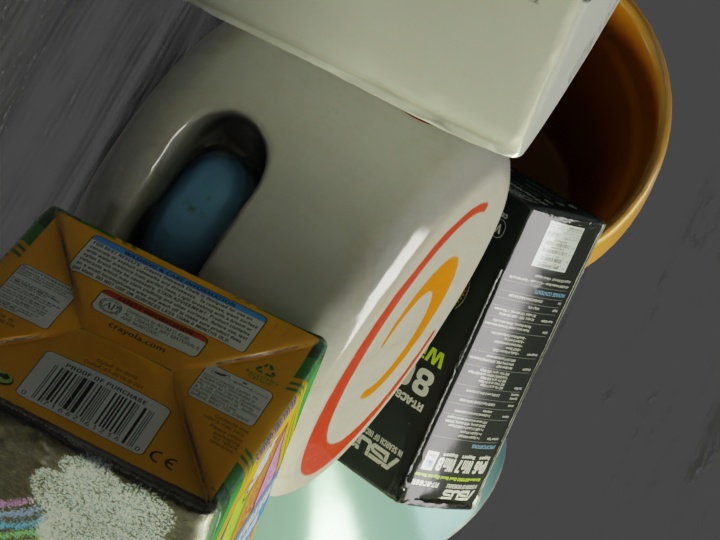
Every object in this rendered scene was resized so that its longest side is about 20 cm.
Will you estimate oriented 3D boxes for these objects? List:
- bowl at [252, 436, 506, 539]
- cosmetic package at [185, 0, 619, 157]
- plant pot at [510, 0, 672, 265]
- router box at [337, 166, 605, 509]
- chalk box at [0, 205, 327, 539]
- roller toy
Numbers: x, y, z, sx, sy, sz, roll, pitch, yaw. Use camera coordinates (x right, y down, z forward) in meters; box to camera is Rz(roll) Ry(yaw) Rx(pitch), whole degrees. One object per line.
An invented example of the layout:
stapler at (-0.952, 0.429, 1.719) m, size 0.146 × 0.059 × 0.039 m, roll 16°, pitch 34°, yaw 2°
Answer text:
bowl at (-0.020, 0.068, 1.560) m, size 0.105 × 0.200 × 0.201 m, roll 81°, pitch 29°, yaw -43°
cosmetic package at (0.039, -0.185, 0.956) m, size 0.165 × 0.165 × 0.200 m, roll -56°, pitch 170°, yaw -52°
plant pot at (0.070, -0.070, 1.580) m, size 0.200 × 0.200 × 0.183 m, roll -63°, pitch 174°, yaw -14°
router box at (0.000, 0.000, 1.278) m, size 0.062 × 0.200 × 0.150 m, roll 9°, pitch 109°, yaw -49°
chalk box at (-0.113, 0.104, 1.035) m, size 0.200 × 0.125 × 0.124 m, roll -67°, pitch 174°, yaw 35°
roller toy at (-0.037, -0.014, 1.133) m, size 0.200 × 0.140 × 0.183 m, roll -46°, pitch 166°, yaw -39°
